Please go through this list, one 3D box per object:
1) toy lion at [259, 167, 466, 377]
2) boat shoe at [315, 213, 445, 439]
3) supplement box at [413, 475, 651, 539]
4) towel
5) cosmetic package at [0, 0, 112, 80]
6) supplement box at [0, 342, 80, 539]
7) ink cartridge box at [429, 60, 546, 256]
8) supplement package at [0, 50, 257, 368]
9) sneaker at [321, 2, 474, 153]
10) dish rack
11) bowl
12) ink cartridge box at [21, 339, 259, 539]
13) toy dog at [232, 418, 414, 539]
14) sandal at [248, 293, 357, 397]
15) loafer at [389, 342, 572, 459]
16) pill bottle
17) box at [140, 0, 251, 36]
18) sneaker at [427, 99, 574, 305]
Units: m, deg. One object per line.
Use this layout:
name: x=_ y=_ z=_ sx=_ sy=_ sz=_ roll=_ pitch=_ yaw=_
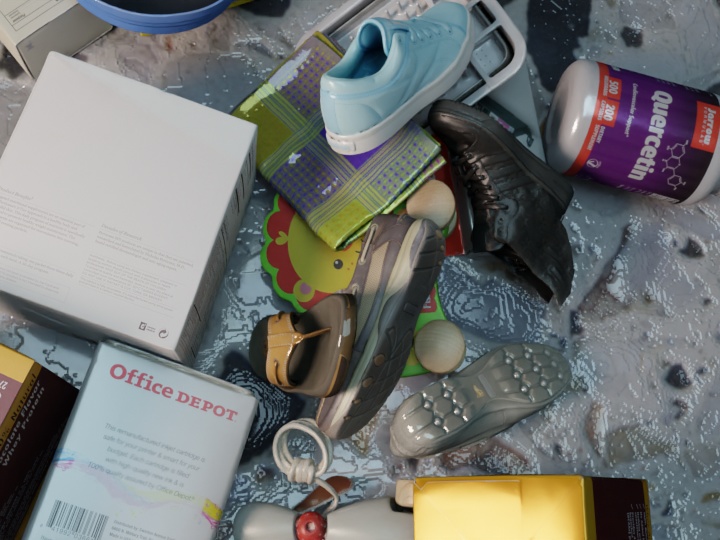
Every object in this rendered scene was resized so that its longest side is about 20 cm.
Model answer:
toy lion: x=0.000 y=0.000 z=0.798 sx=0.187 sy=0.069 sz=0.205 roll=-5 pitch=82 yaw=8
boat shoe: x=0.006 y=0.045 z=0.735 sx=0.072 sy=0.074 sz=0.203 roll=22 pitch=83 yaw=29
supplement box: x=0.144 y=0.263 z=0.657 sx=0.130 sy=0.199 sz=0.202 roll=-9 pitch=73 yaw=29
towel: x=-0.031 y=-0.126 z=0.797 sx=0.143 sy=0.023 sz=0.201 roll=-40 pitch=64 yaw=-3
cosmetic package: x=-0.347 y=-0.303 z=0.835 sx=0.103 sy=0.073 sz=0.201 roll=-37 pitch=83 yaw=-15
supplement box: x=-0.330 y=0.148 z=0.653 sx=0.131 sy=0.200 sz=0.200 roll=23 pitch=74 yaw=0
ink cartridge box: x=0.098 y=-0.116 z=0.857 sx=0.169 sy=0.044 sz=0.205 roll=-6 pitch=76 yaw=-10
supplement package: x=-0.209 y=-0.042 z=0.745 sx=0.188 sy=0.147 sz=0.204 roll=19 pitch=74 yaw=-2
sneaker: x=0.037 y=-0.191 z=0.740 sx=0.073 sy=0.083 sz=0.201 roll=20 pitch=56 yaw=29
dish rack: x=0.048 y=-0.209 z=0.846 sx=0.198 sy=0.044 sz=0.173 roll=-35 pitch=73 yaw=3
bowl: x=-0.200 y=-0.316 z=0.812 sx=0.196 sy=0.039 sz=0.205 roll=5 pitch=68 yaw=-13
ink cartridge box: x=-0.186 y=0.178 z=0.710 sx=0.143 sy=0.087 sz=0.204 roll=21 pitch=76 yaw=-13
toy dog: x=-0.002 y=0.226 z=0.745 sx=0.197 sy=0.097 sz=0.134 roll=22 pitch=76 yaw=15
sandal: x=-0.060 y=0.060 z=0.709 sx=0.054 sy=0.199 sz=0.084 roll=8 pitch=83 yaw=-28
loafer: x=0.111 y=0.120 z=0.786 sx=0.197 sy=0.070 sz=0.071 roll=-14 pitch=64 yaw=-27
pill bottle: x=0.289 y=-0.133 z=0.848 sx=0.196 sy=0.113 sz=0.115 roll=14 pitch=74 yaw=-3
box: x=-0.155 y=-0.332 z=0.881 sx=0.197 sy=0.048 sz=0.119 roll=-22 pitch=79 yaw=-14
sneaker: x=0.128 y=-0.062 z=0.786 sx=0.198 sy=0.060 sz=0.106 roll=33 pitch=78 yaw=-16
